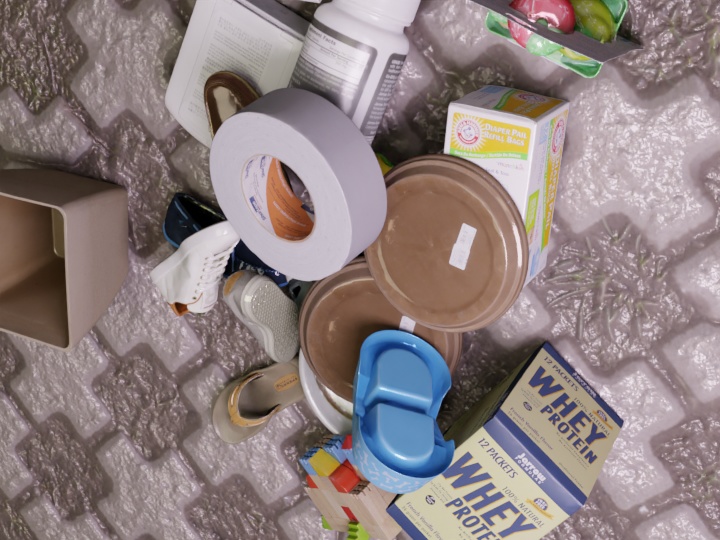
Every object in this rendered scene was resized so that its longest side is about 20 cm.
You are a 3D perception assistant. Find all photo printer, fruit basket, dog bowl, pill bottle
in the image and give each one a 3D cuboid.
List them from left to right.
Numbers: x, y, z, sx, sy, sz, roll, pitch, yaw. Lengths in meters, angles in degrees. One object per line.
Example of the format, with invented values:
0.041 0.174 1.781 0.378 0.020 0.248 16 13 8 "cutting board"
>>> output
-0.144 -0.232 1.409 0.166 0.069 0.201 32 122 11 "photo printer"
-0.014 -0.227 1.301 0.113 0.114 0.201 28 107 16 "pill bottle"
0.042 0.157 1.283 0.111 0.201 0.050 16 132 -15 "dog bowl"
0.177 -0.245 1.151 0.184 0.200 0.094 29 120 15 "fruit basket"

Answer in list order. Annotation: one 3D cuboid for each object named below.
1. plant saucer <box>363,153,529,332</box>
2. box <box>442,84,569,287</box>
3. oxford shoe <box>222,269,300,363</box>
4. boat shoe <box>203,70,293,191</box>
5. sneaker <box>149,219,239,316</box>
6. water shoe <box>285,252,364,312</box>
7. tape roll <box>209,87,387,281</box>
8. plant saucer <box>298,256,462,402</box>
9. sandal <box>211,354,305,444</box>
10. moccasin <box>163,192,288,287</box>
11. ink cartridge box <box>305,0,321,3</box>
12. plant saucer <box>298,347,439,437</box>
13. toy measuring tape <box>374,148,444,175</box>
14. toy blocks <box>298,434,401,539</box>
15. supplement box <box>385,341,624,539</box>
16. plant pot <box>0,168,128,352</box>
0.085 -0.025 1.259 0.199 0.029 0.202 10 112 27 "plant saucer"
0.152 -0.089 1.279 0.101 0.112 0.202 16 117 24 "box"
-0.118 0.055 1.467 0.057 0.076 0.200 24 162 26 "oxford shoe"
-0.133 -0.134 1.367 0.071 0.068 0.201 -10 114 22 "boat shoe"
-0.186 -0.001 1.438 0.200 0.073 0.085 -35 81 52 "sneaker"
0.000 0.000 1.414 0.199 0.071 0.080 -20 82 34 "water shoe"
-0.069 -0.091 1.258 0.199 0.066 0.202 25 134 29 "tape roll"
0.021 0.080 1.379 0.198 0.030 0.202 4 113 9 "plant saucer"
-0.140 0.177 1.582 0.199 0.054 0.081 -33 92 34 "sandal"
-0.174 -0.039 1.497 0.199 0.080 0.069 23 121 18 "moccasin"
-0.122 -0.389 1.288 0.199 0.084 0.147 14 79 24 "ink cartridge box"
0.018 0.131 1.480 0.199 0.050 0.202 11 115 25 "plant saucer"
0.040 -0.123 1.364 0.199 0.074 0.074 -34 92 20 "toy measuring tape"
-0.019 0.273 1.508 0.137 0.100 0.200 56 152 -13 "toy blocks"
0.169 0.223 1.343 0.134 0.200 0.200 45 123 3 "supplement box"
-0.416 -0.037 1.571 0.199 0.177 0.201 15 116 22 "plant pot"
